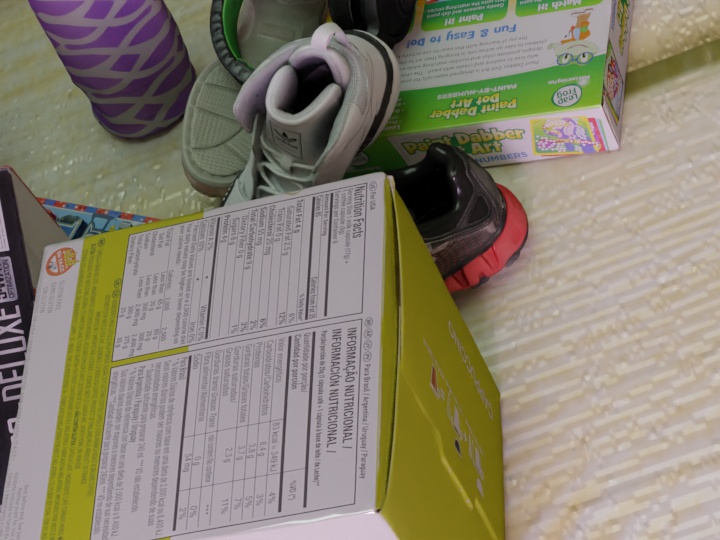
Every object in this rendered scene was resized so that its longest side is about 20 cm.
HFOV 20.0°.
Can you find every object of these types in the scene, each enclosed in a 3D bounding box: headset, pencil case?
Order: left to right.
[{"bbox_3d":[-0.170,-0.174,1.320,0.084,0.201,0.086,-35,52,-12],"label":"pencil case"},{"bbox_3d":[-0.005,-0.188,1.287,0.123,0.094,0.200,38,89,29],"label":"headset"}]

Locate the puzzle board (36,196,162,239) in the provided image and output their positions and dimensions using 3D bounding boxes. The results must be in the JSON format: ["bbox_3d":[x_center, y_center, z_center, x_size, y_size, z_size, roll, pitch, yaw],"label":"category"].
[{"bbox_3d":[-0.239,0.013,1.327,0.199,0.017,0.151,10,59,33],"label":"puzzle board"}]

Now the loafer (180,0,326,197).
[{"bbox_3d":[-0.065,-0.126,1.332,0.071,0.063,0.201,19,62,-1],"label":"loafer"}]

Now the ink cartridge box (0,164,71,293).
[{"bbox_3d":[-0.278,0.013,1.256,0.198,0.117,0.068,-12,51,17],"label":"ink cartridge box"}]

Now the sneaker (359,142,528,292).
[{"bbox_3d":[0.000,0.000,1.161,0.200,0.098,0.071,-37,48,-3],"label":"sneaker"}]

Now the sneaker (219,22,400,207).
[{"bbox_3d":[-0.047,-0.053,1.179,0.075,0.115,0.201,28,93,12],"label":"sneaker"}]

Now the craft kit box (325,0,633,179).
[{"bbox_3d":[0.072,-0.152,1.285,0.198,0.049,0.199,-6,49,23],"label":"craft kit box"}]

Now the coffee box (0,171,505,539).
[{"bbox_3d":[-0.043,0.105,1.027,0.196,0.200,0.201,-12,49,16],"label":"coffee box"}]

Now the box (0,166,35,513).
[{"bbox_3d":[-0.213,0.056,1.093,0.049,0.202,0.157,-10,-2,-27],"label":"box"}]
